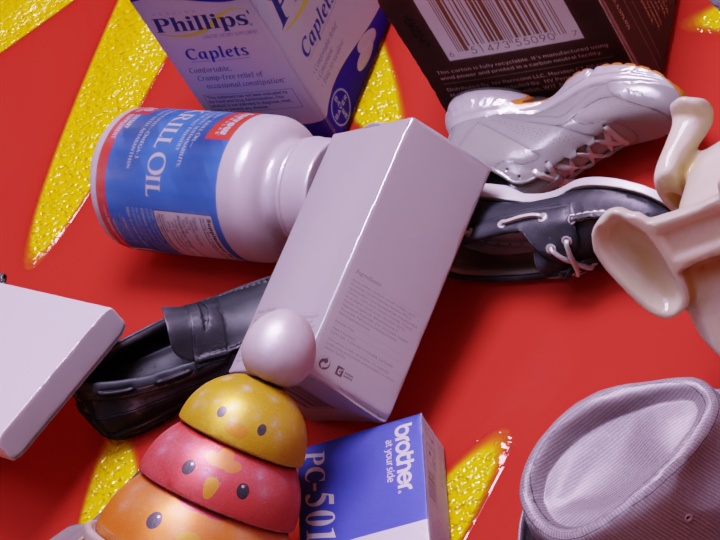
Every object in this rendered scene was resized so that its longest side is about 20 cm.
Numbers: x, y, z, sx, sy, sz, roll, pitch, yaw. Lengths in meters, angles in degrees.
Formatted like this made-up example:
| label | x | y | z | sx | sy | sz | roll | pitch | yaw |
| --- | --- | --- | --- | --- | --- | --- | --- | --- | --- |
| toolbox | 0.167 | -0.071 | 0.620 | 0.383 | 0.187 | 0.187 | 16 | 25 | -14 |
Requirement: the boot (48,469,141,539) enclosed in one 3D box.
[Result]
| label | x | y | z | sx | sy | sz | roll | pitch | yaw |
| --- | --- | --- | --- | --- | --- | --- | --- | --- | --- |
| boot | -0.141 | 0.184 | 1.776 | 0.200 | 0.074 | 0.075 | -40 | 63 | -1 |

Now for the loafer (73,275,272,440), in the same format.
| label | x | y | z | sx | sy | sz | roll | pitch | yaw |
| --- | --- | --- | --- | --- | --- | --- | --- | --- | --- |
| loafer | -0.119 | 0.054 | 1.862 | 0.201 | 0.070 | 0.068 | -29 | 43 | 7 |

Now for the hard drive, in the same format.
| label | x | y | z | sx | sy | sz | roll | pitch | yaw |
| --- | --- | --- | --- | --- | --- | --- | --- | --- | --- |
| hard drive | -0.274 | 0.069 | 1.902 | 0.200 | 0.027 | 0.132 | 10 | 55 | 51 |

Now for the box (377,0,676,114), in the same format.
| label | x | y | z | sx | sy | sz | roll | pitch | yaw |
| --- | --- | --- | --- | --- | --- | --- | --- | --- | --- |
| box | 0.132 | -0.234 | 1.893 | 0.166 | 0.164 | 0.200 | -7 | 49 | 28 |

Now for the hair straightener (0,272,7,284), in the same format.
| label | x | y | z | sx | sy | sz | roll | pitch | yaw |
| --- | --- | --- | --- | --- | --- | --- | --- | --- | --- |
| hair straightener | -0.331 | 0.082 | 1.992 | 0.077 | 0.041 | 0.200 | 7 | 57 | 36 |

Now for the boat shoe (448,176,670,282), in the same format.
| label | x | y | z | sx | sy | sz | roll | pitch | yaw |
| --- | --- | --- | --- | --- | --- | --- | --- | --- | --- |
| boat shoe | 0.136 | -0.020 | 1.772 | 0.200 | 0.076 | 0.060 | -4 | 49 | 45 |

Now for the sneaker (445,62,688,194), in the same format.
| label | x | y | z | sx | sy | sz | roll | pitch | yaw |
| --- | --- | --- | --- | --- | --- | --- | --- | --- | --- |
| sneaker | 0.146 | -0.085 | 1.829 | 0.200 | 0.076 | 0.092 | -10 | 55 | 35 |

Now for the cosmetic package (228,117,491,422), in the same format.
| label | x | y | z | sx | sy | sz | roll | pitch | yaw |
| --- | --- | --- | --- | --- | --- | --- | --- | --- | --- |
| cosmetic package | 0.000 | 0.000 | 1.781 | 0.113 | 0.081 | 0.200 | -4 | 57 | 60 |

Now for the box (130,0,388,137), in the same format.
| label | x | y | z | sx | sy | sz | roll | pitch | yaw |
| --- | --- | --- | --- | --- | --- | --- | --- | --- | --- |
| box | -0.070 | -0.226 | 1.986 | 0.105 | 0.200 | 0.184 | -1 | 52 | 30 |

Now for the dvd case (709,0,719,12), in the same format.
| label | x | y | z | sx | sy | sz | roll | pitch | yaw |
| --- | --- | --- | --- | --- | --- | --- | --- | --- | --- |
| dvd case | 0.329 | -0.112 | 1.679 | 0.022 | 0.146 | 0.200 | -55 | 40 | 13 |

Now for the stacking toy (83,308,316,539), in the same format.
| label | x | y | z | sx | sy | sz | roll | pitch | yaw |
| --- | --- | --- | --- | --- | --- | --- | --- | --- | --- |
| stacking toy | -0.085 | 0.118 | 1.674 | 0.146 | 0.146 | 0.200 | 22 | 93 | 43 |

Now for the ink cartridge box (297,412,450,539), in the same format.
| label | x | y | z | sx | sy | sz | roll | pitch | yaw |
| --- | --- | --- | --- | --- | --- | --- | --- | --- | --- |
| ink cartridge box | 0.010 | 0.193 | 1.674 | 0.094 | 0.044 | 0.200 | -18 | 45 | 15 |

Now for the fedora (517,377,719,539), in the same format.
| label | x | y | z | sx | sy | sz | roll | pitch | yaw |
| --- | --- | --- | --- | --- | --- | --- | --- | --- | --- |
| fedora | 0.178 | 0.129 | 1.592 | 0.200 | 0.090 | 0.177 | -29 | 43 | 6 |

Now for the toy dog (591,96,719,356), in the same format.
| label | x | y | z | sx | sy | sz | roll | pitch | yaw |
| --- | --- | --- | --- | --- | --- | --- | --- | --- | --- |
| toy dog | 0.272 | -0.038 | 1.639 | 0.140 | 0.194 | 0.200 | -33 | 11 | 39 |

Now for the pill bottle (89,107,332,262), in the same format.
| label | x | y | z | sx | sy | sz | roll | pitch | yaw |
| --- | --- | --- | --- | --- | --- | --- | --- | --- | --- |
| pill bottle | -0.096 | -0.064 | 1.923 | 0.200 | 0.112 | 0.112 | 5 | 55 | 35 |
